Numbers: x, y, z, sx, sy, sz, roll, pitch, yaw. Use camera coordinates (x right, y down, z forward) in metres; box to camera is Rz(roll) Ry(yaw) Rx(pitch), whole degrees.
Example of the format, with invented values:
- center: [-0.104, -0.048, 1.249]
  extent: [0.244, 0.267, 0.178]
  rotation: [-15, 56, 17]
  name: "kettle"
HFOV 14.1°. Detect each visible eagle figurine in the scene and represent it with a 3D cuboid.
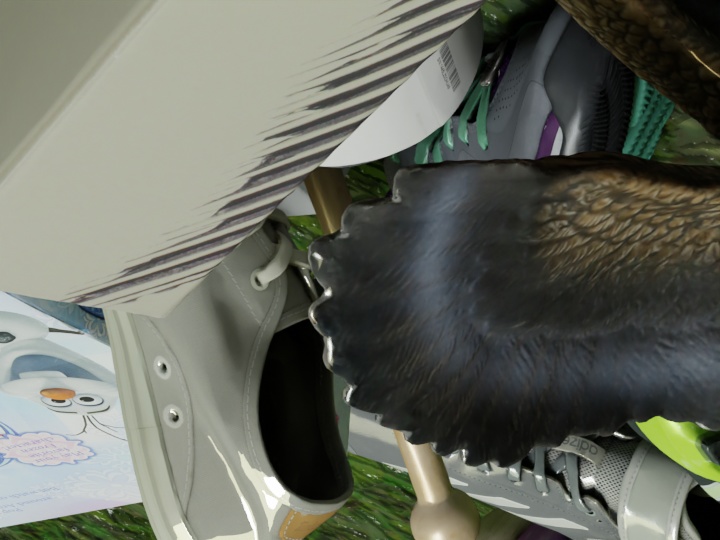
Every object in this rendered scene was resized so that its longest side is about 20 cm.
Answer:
- center: [0.093, -0.029, 0.712]
  extent: [0.199, 0.152, 0.152]
  rotation: [10, 117, 0]
  name: "eagle figurine"

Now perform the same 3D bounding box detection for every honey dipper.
- center: [0.000, 0.000, 0.898]
  extent: [0.038, 0.038, 0.201]
  rotation: [2, 121, 45]
  name: "honey dipper"

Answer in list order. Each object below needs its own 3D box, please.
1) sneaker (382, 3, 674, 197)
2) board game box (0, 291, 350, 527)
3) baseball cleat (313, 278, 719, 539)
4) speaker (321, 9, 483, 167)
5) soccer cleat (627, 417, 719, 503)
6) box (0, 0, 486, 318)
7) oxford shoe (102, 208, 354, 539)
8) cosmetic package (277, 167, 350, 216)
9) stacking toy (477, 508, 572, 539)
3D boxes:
- center: [0.038, -0.035, 0.855]
  extent: [0.087, 0.075, 0.200]
  rotation: [30, 159, 11]
  name: "sneaker"
- center: [-0.139, 0.029, 0.919]
  extent: [0.199, 0.044, 0.199]
  rotation: [-13, 152, 33]
  name: "board game box"
- center: [0.065, 0.055, 1.029]
  extent: [0.199, 0.070, 0.106]
  rotation: [24, 173, -27]
  name: "baseball cleat"
- center: [-0.026, -0.109, 0.736]
  extent: [0.081, 0.081, 0.200]
  rotation: [16, 157, 23]
  name: "speaker"
- center: [0.147, 0.063, 0.983]
  extent: [0.200, 0.068, 0.081]
  rotation: [39, 179, -40]
  name: "soccer cleat"
- center: [-0.028, -0.072, 0.640]
  extent: [0.068, 0.083, 0.200]
  rotation: [11, 147, -29]
  name: "box"
- center: [-0.046, -0.012, 0.829]
  extent: [0.057, 0.201, 0.075]
  rotation: [-14, -177, 27]
  name: "oxford shoe"
- center: [-0.111, -0.075, 0.956]
  extent: [0.151, 0.052, 0.199]
  rotation: [42, 154, -30]
  name: "cosmetic package"
- center: [0.137, 0.142, 1.160]
  extent: [0.199, 0.086, 0.085]
  rotation: [2, 150, 33]
  name: "stacking toy"
